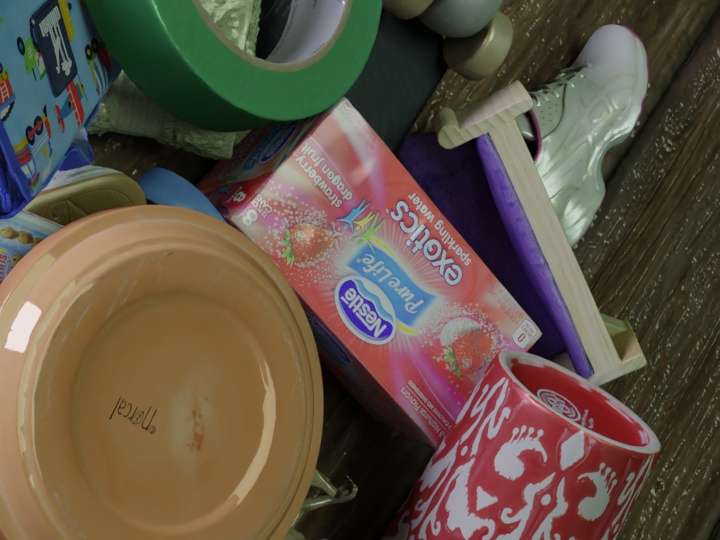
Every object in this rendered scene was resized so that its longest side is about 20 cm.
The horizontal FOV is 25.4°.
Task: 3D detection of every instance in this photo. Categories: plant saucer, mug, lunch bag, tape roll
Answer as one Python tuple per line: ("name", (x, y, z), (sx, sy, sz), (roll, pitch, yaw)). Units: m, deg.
("plant saucer", (-0.097, 0.068, 0.781), (0.199, 0.032, 0.203), (3, 86, -38))
("mug", (0.071, 0.149, 0.942), (0.132, 0.178, 0.201), (20, 106, -27))
("lunch bag", (-0.188, -0.131, 0.779), (0.151, 0.093, 0.201), (-75, 145, -55))
("tape roll", (-0.067, -0.178, 0.866), (0.199, 0.048, 0.203), (9, 79, -50))

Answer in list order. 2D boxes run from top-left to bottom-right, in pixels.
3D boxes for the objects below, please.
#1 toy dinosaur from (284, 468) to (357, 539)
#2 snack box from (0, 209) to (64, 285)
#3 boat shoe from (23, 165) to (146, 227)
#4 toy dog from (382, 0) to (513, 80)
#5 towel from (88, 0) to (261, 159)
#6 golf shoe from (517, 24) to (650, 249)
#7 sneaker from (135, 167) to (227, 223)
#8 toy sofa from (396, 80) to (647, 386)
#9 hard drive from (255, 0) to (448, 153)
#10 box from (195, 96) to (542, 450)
("toy dinosaur", (-0.063, 0.135, 0.875), (0.101, 0.058, 0.200), (-44, 122, 5))
("snack box", (-0.210, 0.062, 0.792), (0.071, 0.024, 0.202), (23, 90, -36))
("boat shoe", (-0.212, -0.015, 0.828), (0.198, 0.069, 0.072), (-13, 116, -32))
("toy dog", (0.072, -0.230, 1.046), (0.131, 0.096, 0.202), (9, 65, -47))
("towel", (-0.123, -0.170, 0.911), (0.147, 0.036, 0.202), (9, 78, -12))
("golf shoe", (0.142, -0.107, 1.126), (0.091, 0.075, 0.201), (38, 60, -24))
("sneaker", (-0.093, 0.045, 0.898), (0.078, 0.070, 0.202), (-39, 115, -37))
("toy sofa", (0.102, -0.013, 1.039), (0.097, 0.083, 0.202), (-24, 103, 6))
("hard drive", (-0.035, -0.160, 1.015), (0.200, 0.033, 0.140), (46, 57, -23))
("box", (0.000, 0.000, 0.960), (0.103, 0.094, 0.200), (-46, 113, -12))
